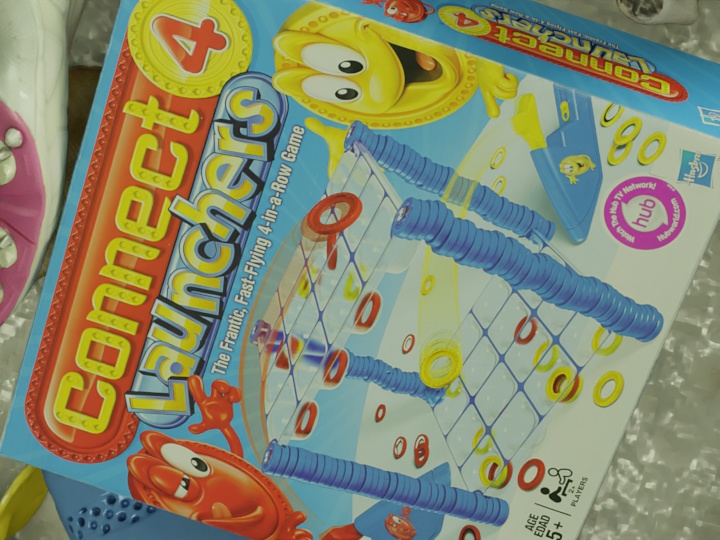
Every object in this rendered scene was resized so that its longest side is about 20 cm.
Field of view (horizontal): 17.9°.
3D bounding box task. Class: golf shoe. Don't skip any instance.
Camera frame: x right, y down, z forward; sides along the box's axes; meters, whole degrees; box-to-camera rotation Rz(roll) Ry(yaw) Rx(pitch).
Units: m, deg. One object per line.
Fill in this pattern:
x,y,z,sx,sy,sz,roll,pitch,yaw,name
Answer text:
-0.112,-0.074,0.722,0.075,0.092,0.201,21,126,19,golf shoe

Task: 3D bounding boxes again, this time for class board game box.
0.000,0.000,0.746,0.194,0.056,0.201,18,120,-2,board game box

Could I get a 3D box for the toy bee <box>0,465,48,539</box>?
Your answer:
-0.173,0.111,0.823,0.199,0.109,0.132,23,64,-15,toy bee

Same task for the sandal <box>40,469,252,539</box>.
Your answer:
-0.058,0.119,0.826,0.079,0.087,0.201,-31,90,15,sandal

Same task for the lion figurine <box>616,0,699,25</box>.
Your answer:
0.104,-0.148,0.755,0.072,0.123,0.201,-14,112,19,lion figurine

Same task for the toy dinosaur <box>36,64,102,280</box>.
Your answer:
-0.094,-0.024,0.835,0.101,0.058,0.200,41,97,17,toy dinosaur
